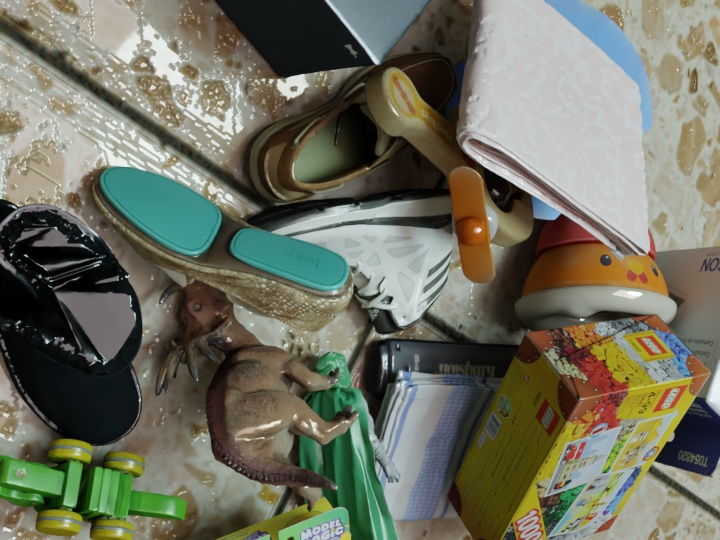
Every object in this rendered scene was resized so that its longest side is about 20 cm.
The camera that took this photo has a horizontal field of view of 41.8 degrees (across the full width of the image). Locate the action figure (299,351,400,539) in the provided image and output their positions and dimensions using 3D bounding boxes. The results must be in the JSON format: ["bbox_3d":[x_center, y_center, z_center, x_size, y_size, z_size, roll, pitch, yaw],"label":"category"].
[{"bbox_3d":[-0.010,0.167,0.770,0.054,0.117,0.204,-13,96,-54],"label":"action figure"}]

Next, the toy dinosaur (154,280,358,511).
[{"bbox_3d":[-0.084,0.095,0.674,0.134,0.201,0.086,23,115,-31],"label":"toy dinosaur"}]

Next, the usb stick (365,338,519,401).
[{"bbox_3d":[0.092,0.092,0.854,0.197,0.032,0.057,6,94,-33],"label":"usb stick"}]

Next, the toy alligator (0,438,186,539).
[{"bbox_3d":[-0.216,0.150,0.650,0.198,0.054,0.060,22,58,-33],"label":"toy alligator"}]

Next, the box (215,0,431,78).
[{"bbox_3d":[0.001,-0.250,0.678,0.107,0.148,0.201,45,72,-28],"label":"box"}]

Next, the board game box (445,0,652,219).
[{"bbox_3d":[0.165,-0.148,0.858,0.200,0.039,0.159,-42,95,-11],"label":"board game box"}]

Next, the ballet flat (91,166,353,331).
[{"bbox_3d":[-0.102,-0.007,0.668,0.197,0.066,0.071,25,44,6],"label":"ballet flat"}]

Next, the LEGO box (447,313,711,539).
[{"bbox_3d":[0.179,0.143,0.802,0.147,0.078,0.202,-5,131,-30],"label":"LEGO box"}]

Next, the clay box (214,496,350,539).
[{"bbox_3d":[-0.068,0.258,0.721,0.113,0.048,0.203,-15,125,-27],"label":"clay box"}]

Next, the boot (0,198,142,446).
[{"bbox_3d":[-0.180,0.046,0.591,0.076,0.167,0.203,-35,114,-24],"label":"boot"}]

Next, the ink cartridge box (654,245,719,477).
[{"bbox_3d":[0.290,0.076,0.882,0.040,0.199,0.203,24,81,-14],"label":"ink cartridge box"}]

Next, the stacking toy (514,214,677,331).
[{"bbox_3d":[0.216,-0.044,0.879,0.144,0.145,0.204,13,72,-33],"label":"stacking toy"}]

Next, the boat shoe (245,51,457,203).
[{"bbox_3d":[0.005,-0.110,0.744,0.199,0.073,0.077,-36,114,-24],"label":"boat shoe"}]

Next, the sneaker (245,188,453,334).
[{"bbox_3d":[0.000,0.000,0.755,0.198,0.075,0.118,-9,100,-34],"label":"sneaker"}]

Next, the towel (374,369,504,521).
[{"bbox_3d":[0.089,0.162,0.846,0.197,0.024,0.149,7,109,-34],"label":"towel"}]

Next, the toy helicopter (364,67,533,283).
[{"bbox_3d":[0.071,-0.079,0.716,0.199,0.078,0.134,32,52,-40],"label":"toy helicopter"}]

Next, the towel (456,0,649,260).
[{"bbox_3d":[0.155,-0.127,0.749,0.189,0.032,0.203,31,48,-25],"label":"towel"}]
